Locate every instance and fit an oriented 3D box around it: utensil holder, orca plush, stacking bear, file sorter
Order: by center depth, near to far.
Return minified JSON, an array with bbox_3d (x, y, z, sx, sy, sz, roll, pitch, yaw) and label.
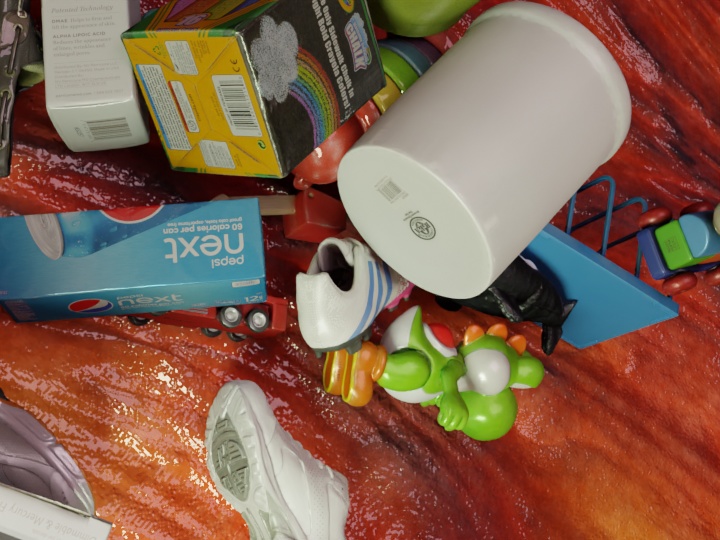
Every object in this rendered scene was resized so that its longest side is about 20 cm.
[{"bbox_3d":[0.103,-0.098,0.897,0.170,0.170,0.200,49,63,-11],"label":"utensil holder"},{"bbox_3d":[0.004,-0.148,0.983,0.114,0.122,0.200,37,53,19],"label":"stacking bear"},{"bbox_3d":[0.130,0.033,0.994,0.200,0.105,0.071,42,24,-39],"label":"orca plush"},{"bbox_3d":[0.205,-0.030,1.084,0.200,0.139,0.123,28,58,-23],"label":"file sorter"}]

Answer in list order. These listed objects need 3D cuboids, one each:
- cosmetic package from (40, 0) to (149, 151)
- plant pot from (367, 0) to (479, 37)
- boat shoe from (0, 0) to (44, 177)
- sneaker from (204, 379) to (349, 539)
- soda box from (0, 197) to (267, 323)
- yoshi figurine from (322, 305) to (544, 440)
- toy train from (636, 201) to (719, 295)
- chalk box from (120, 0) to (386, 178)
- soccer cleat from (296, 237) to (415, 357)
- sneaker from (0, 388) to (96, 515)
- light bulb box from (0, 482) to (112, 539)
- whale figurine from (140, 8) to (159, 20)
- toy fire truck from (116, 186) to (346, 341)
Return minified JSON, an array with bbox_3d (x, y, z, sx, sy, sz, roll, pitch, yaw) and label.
[{"bbox_3d":[-0.219,-0.210,0.880,0.074,0.102,0.201,-6,77,-6],"label":"cosmetic package"},{"bbox_3d":[0.062,-0.300,0.901,0.200,0.193,0.201,4,71,-10],"label":"plant pot"},{"bbox_3d":[-0.280,-0.165,0.852,0.065,0.073,0.201,16,77,-14],"label":"boat shoe"},{"bbox_3d":[-0.061,0.178,0.901,0.099,0.078,0.201,-25,99,-41],"label":"sneaker"},{"bbox_3d":[-0.174,-0.007,0.828,0.199,0.064,0.068,-5,71,-5],"label":"soda box"},{"bbox_3d":[0.070,0.110,0.969,0.199,0.112,0.113,4,52,-20],"label":"yoshi figurine"},{"bbox_3d":[0.374,-0.041,1.048,0.200,0.116,0.085,-8,75,-38],"label":"toy train"},{"bbox_3d":[-0.068,-0.179,0.865,0.200,0.124,0.125,-47,132,-41],"label":"chalk box"},{"bbox_3d":[0.000,0.000,0.940,0.200,0.070,0.087,-51,130,-61],"label":"soccer cleat"},{"bbox_3d":[-0.280,0.131,0.777,0.200,0.076,0.092,47,64,-3],"label":"sneaker"},{"bbox_3d":[-0.291,0.185,0.668,0.198,0.200,0.125,29,63,-23],"label":"light bulb box"},{"bbox_3d":[-0.095,-0.231,0.971,0.200,0.104,0.160,-25,91,-33],"label":"whale figurine"},{"bbox_3d":[-0.111,-0.013,0.931,0.199,0.049,0.142,12,70,-28],"label":"toy fire truck"}]
